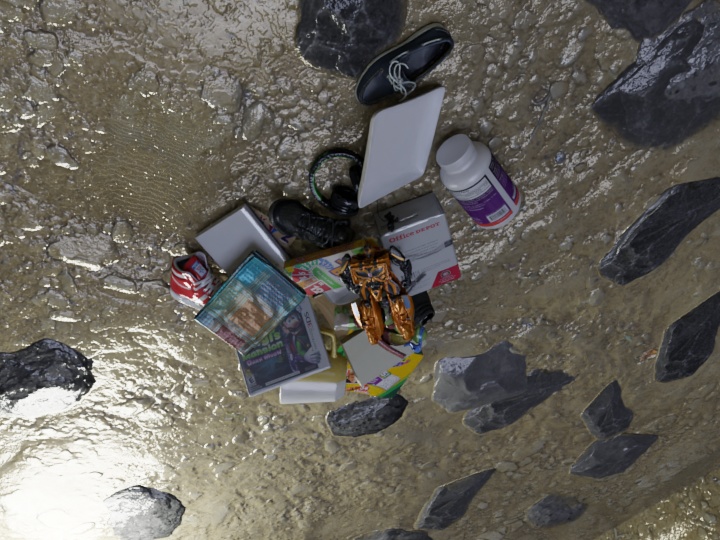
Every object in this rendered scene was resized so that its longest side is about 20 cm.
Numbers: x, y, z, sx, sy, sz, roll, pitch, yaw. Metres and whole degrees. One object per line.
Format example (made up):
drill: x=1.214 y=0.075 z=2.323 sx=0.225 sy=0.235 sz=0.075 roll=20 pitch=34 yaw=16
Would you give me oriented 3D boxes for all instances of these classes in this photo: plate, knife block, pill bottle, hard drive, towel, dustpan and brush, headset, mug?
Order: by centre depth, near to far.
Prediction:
plate: x=0.069 y=-0.236 z=1.216 sx=0.199 sy=0.032 sz=0.202 roll=-31 pitch=146 yaw=-37
headset: x=-0.011 y=-0.151 z=1.283 sx=0.199 sy=0.094 sz=0.124 roll=33 pitch=117 yaw=-22
pill bottle: x=0.236 y=-0.180 z=1.310 sx=0.112 sy=0.113 sz=0.200 roll=-35 pitch=129 yaw=16
towel: x=-0.224 y=0.072 z=1.318 sx=0.146 sy=0.022 sz=0.200 roll=39 pitch=107 yaw=-20
hard drive: x=-0.226 y=-0.028 z=1.338 sx=0.131 sy=0.025 sz=0.201 roll=-28 pitch=117 yaw=20
dustpan and brush: x=0.000 y=0.000 z=1.359 sx=0.198 sy=0.058 sz=0.140 roll=-30 pitch=132 yaw=6
knife block: x=-0.081 y=0.052 z=1.463 sx=0.173 sy=0.064 sz=0.201 roll=11 pitch=127 yaw=-22
mug: x=-0.107 y=0.238 z=1.530 sx=0.151 sy=0.151 sz=0.187 roll=6 pitch=147 yaw=-2

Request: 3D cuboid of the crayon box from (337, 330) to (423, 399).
crayon box: x=0.034 y=0.239 z=1.658 sx=0.198 sy=0.059 sz=0.173 roll=15 pitch=125 yaw=-26

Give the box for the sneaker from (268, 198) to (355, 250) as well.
sneaker: x=-0.085 y=-0.088 z=1.287 sx=0.113 sy=0.077 sz=0.198 roll=6 pitch=163 yaw=45

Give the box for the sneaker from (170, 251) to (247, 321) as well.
sneaker: x=-0.304 y=0.032 z=1.342 sx=0.197 sy=0.072 sz=0.113 roll=17 pitch=133 yaw=5

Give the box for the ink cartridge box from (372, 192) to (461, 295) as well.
ink cartridge box: x=0.125 y=-0.053 z=1.411 sx=0.143 sy=0.084 sz=0.201 roll=-19 pitch=133 yaw=4

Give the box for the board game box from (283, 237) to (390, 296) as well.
board game box: x=-0.045 y=-0.006 z=1.292 sx=0.198 sy=0.030 sz=0.096 roll=-17 pitch=135 yaw=20

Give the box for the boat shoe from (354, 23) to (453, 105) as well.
boat shoe: x=0.077 y=-0.354 z=1.151 sx=0.198 sy=0.062 sz=0.075 roll=-30 pitch=132 yaw=12

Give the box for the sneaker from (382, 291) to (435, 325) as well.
sneaker: x=0.085 y=0.101 z=1.487 sx=0.198 sy=0.100 sz=0.071 roll=-20 pitch=150 yaw=-21

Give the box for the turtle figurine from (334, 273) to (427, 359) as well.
turtle figurine: x=0.047 y=0.078 z=1.382 sx=0.191 sy=0.144 sz=0.203 roll=0 pitch=118 yaw=14

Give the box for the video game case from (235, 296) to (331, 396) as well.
video game case: x=-0.185 y=0.165 z=1.469 sx=0.198 sy=0.184 sz=0.023 roll=-20 pitch=168 yaw=4

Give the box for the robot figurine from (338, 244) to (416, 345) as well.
robot figurine: x=0.038 y=0.044 z=1.243 sx=0.143 sy=0.058 sz=0.202 roll=-10 pitch=119 yaw=16

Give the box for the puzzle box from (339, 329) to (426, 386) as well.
puzzle box: x=0.057 y=0.173 z=1.563 sx=0.198 sy=0.025 sz=0.134 roll=-30 pitch=117 yaw=-15

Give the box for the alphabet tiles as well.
alphabet tiles: x=-0.200 y=-0.031 z=1.356 sx=0.199 sy=0.008 sz=0.168 roll=31 pitch=119 yaw=-14
